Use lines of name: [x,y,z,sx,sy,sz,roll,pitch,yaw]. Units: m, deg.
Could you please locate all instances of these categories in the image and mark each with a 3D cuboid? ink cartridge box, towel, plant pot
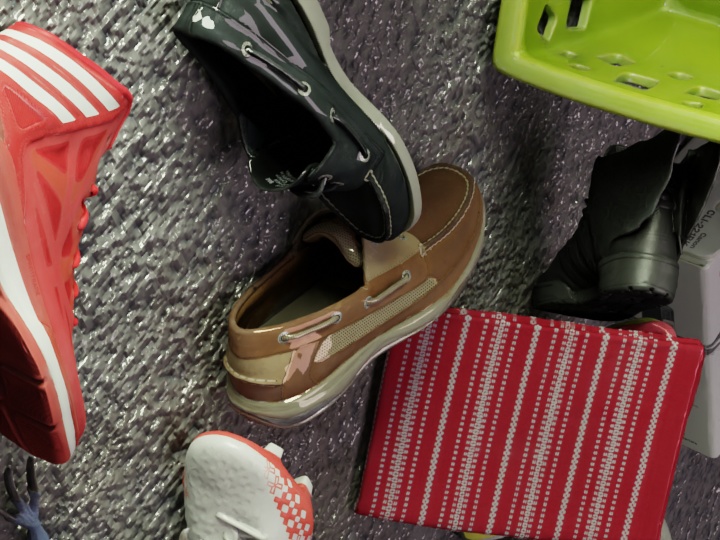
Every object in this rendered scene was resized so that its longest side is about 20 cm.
ink cartridge box: [0.259,0.012,1.475,0.144,0.083,0.201,-45,142,-31]
towel: [0.105,0.096,1.232,0.023,0.199,0.146,-111,-149,-71]
plant pot: [0.215,-0.192,1.188,0.181,0.199,0.200,-18,123,-60]

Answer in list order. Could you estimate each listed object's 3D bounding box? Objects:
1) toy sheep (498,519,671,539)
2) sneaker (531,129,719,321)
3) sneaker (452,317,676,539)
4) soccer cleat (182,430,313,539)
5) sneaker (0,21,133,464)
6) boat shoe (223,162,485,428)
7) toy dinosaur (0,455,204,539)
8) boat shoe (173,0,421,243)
toy sheep: [0.151,0.199,1.387,0.200,0.137,0.139,-25,129,-52]
sneaker: [0.165,-0.029,1.260,0.060,0.200,0.105,10,82,-15]
sneaker: [0.126,0.092,1.283,0.200,0.078,0.090,-42,175,-16]
soccer cleat: [-0.063,0.168,1.093,0.201,0.068,0.085,83,25,-45]
sneaker: [-0.130,-0.016,0.877,0.115,0.078,0.201,-43,142,-33]
boat shoe: [0.000,0.000,1.088,0.200,0.075,0.072,-47,141,-33]
toy dinosaur: [-0.141,0.192,0.984,0.181,0.105,0.201,-17,137,-28]
boat shoe: [-0.033,-0.071,0.986,0.066,0.074,0.200,-55,142,-25]
